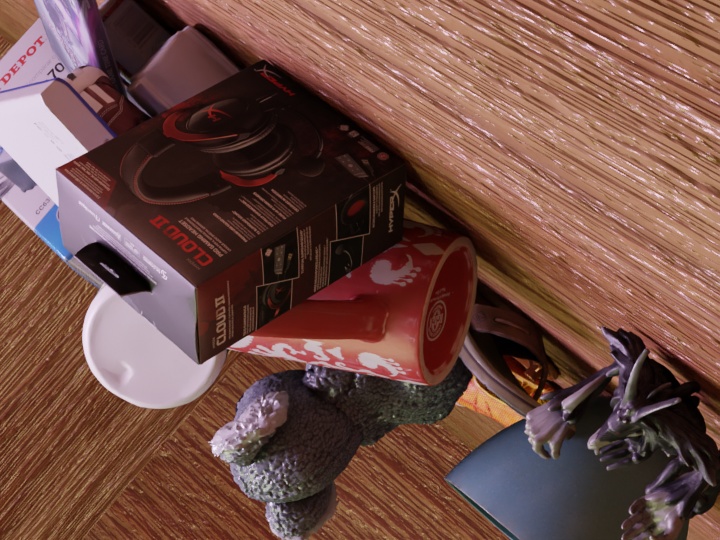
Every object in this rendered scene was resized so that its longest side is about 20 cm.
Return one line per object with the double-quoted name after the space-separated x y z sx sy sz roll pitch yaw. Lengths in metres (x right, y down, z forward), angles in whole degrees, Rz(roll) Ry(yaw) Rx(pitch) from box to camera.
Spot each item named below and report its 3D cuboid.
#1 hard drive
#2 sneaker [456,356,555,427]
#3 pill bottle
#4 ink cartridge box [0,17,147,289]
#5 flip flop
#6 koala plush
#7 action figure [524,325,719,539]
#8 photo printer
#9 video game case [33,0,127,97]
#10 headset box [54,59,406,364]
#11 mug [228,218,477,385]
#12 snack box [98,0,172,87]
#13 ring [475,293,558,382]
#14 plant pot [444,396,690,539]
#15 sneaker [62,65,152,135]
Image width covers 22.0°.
-0.215 -0.083 1.381 0.132 0.025 0.200 49 163 -18 "hard drive"
0.145 0.113 1.686 0.200 0.073 0.077 33 162 1 "sneaker"
-0.150 0.025 1.495 0.113 0.113 0.200 41 -164 -10 "pill bottle"
-0.250 -0.103 1.612 0.200 0.146 0.086 40 178 27 "ink cartridge box"
0.107 0.051 1.438 0.081 0.058 0.200 39 -166 -53 "flip flop"
-0.032 0.108 1.485 0.184 0.200 0.177 23 151 36 "koala plush"
0.172 0.110 1.139 0.119 0.102 0.200 51 -178 25 "action figure"
-0.088 -0.101 1.446 0.200 0.069 0.166 42 176 -11 "photo printer"
-0.232 -0.202 1.477 0.143 0.019 0.200 51 164 32 "video game case"
-0.092 -0.038 1.212 0.149 0.200 0.075 39 145 32 "headset box"
-0.037 0.022 1.297 0.200 0.178 0.134 13 135 20 "mug"
-0.152 -0.152 1.592 0.200 0.053 0.142 43 177 -14 "snack box"
0.090 0.034 1.605 0.200 0.019 0.200 41 176 3 "ring"
0.185 0.181 1.478 0.200 0.135 0.200 40 175 4 "plant pot"
-0.163 -0.071 1.446 0.115 0.076 0.200 38 175 32 "sneaker"
